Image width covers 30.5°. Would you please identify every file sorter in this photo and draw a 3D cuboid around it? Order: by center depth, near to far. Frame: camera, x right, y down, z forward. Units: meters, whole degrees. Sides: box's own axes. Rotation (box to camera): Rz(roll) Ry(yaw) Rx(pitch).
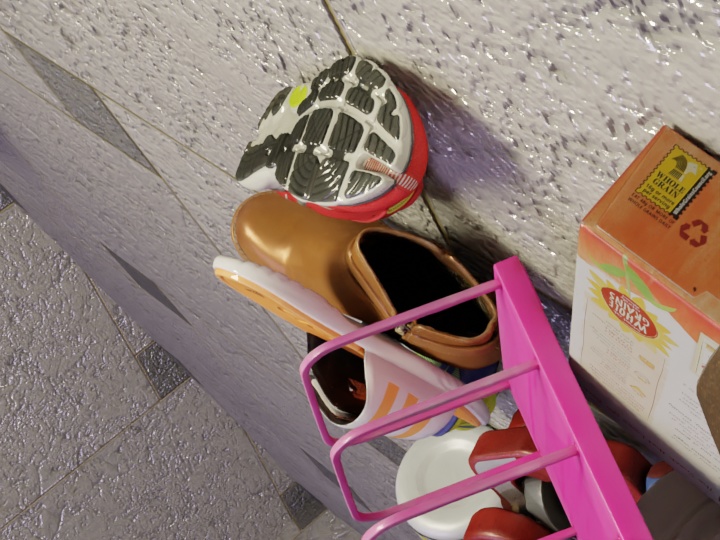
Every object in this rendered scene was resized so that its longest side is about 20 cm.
[{"bbox_3d":[0.062,0.127,0.648,0.139,0.125,0.201,75,174,-61],"label":"file sorter"}]

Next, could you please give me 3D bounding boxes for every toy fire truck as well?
[{"bbox_3d":[0.175,0.168,0.878,0.167,0.112,0.200,-17,126,47],"label":"toy fire truck"}]

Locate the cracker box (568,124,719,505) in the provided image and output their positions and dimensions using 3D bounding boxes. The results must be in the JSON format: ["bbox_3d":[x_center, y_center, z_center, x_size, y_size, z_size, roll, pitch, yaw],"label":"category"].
[{"bbox_3d":[0.156,0.039,0.551,0.134,0.058,0.200,39,167,19],"label":"cracker box"}]

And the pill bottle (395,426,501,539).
[{"bbox_3d":[0.116,0.229,1.205,0.112,0.112,0.200,31,164,40],"label":"pill bottle"}]

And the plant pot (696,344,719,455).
[{"bbox_3d":[0.192,0.078,0.355,0.200,0.186,0.187,52,173,25],"label":"plant pot"}]

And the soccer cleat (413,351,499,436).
[{"bbox_3d":[0.059,0.089,0.956,0.065,0.084,0.200,38,168,13],"label":"soccer cleat"}]

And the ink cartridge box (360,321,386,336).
[{"bbox_3d":[0.034,0.101,1.186,0.099,0.039,0.200,38,168,10],"label":"ink cartridge box"}]

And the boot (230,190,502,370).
[{"bbox_3d":[0.000,0.000,0.791,0.199,0.077,0.155,34,178,9],"label":"boot"}]

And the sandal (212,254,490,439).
[{"bbox_3d":[-0.014,0.058,0.785,0.206,0.059,0.079,32,172,-29],"label":"sandal"}]

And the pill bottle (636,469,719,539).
[{"bbox_3d":[0.221,0.177,0.644,0.114,0.114,0.200,49,170,-34],"label":"pill bottle"}]

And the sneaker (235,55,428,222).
[{"bbox_3d":[0.001,-0.060,0.695,0.085,0.077,0.200,25,179,-20],"label":"sneaker"}]
